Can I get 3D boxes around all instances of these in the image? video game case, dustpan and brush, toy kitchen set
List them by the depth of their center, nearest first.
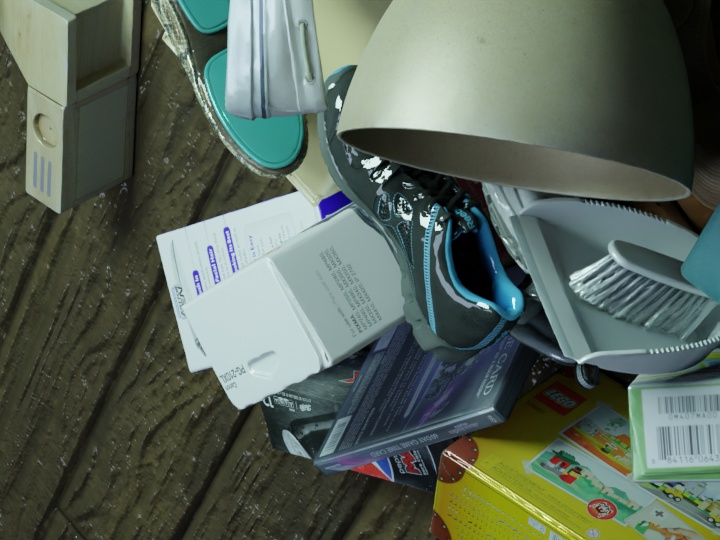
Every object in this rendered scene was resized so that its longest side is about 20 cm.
[{"bbox_3d":[0.198,0.011,1.418,0.057,0.199,0.140,-58,31,30],"label":"dustpan and brush"},{"bbox_3d":[0.058,0.063,1.669,0.019,0.143,0.200,42,145,-21],"label":"video game case"},{"bbox_3d":[-0.298,-0.159,1.881,0.200,0.163,0.181,32,133,30],"label":"toy kitchen set"}]

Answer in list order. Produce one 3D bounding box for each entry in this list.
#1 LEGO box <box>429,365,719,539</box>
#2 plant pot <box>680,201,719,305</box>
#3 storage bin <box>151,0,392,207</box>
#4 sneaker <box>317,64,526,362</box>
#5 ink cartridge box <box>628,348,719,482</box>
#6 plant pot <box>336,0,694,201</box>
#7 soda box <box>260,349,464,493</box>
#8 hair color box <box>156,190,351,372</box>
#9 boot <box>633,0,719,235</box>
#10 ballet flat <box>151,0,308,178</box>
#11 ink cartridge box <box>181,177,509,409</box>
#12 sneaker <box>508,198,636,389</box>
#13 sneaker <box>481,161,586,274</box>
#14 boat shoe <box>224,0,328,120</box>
[{"bbox_3d":[0.169,0.161,1.602,0.200,0.149,0.077,32,134,30],"label":"LEGO box"},{"bbox_3d":[0.302,-0.055,1.347,0.141,0.141,0.201,40,132,22],"label":"plant pot"},{"bbox_3d":[-0.027,-0.184,1.639,0.199,0.094,0.200,48,139,14],"label":"storage bin"},{"bbox_3d":[0.044,-0.044,1.528,0.201,0.073,0.082,62,149,0],"label":"sneaker"},{"bbox_3d":[0.225,0.080,1.457,0.103,0.200,0.060,-3,95,15],"label":"ink cartridge box"},{"bbox_3d":[0.095,-0.123,1.360,0.200,0.200,0.135,4,83,45],"label":"plant pot"},{"bbox_3d":[0.018,0.108,1.786,0.199,0.071,0.064,11,126,42],"label":"soda box"},{"bbox_3d":[-0.060,0.004,1.799,0.200,0.065,0.110,-14,90,48],"label":"hair color box"},{"bbox_3d":[0.188,-0.105,1.491,0.201,0.076,0.155,60,167,24],"label":"boot"},{"bbox_3d":[-0.094,-0.147,1.620,0.201,0.068,0.075,62,163,6],"label":"ballet flat"},{"bbox_3d":[0.000,0.000,1.625,0.085,0.200,0.145,59,149,-1],"label":"ink cartridge box"},{"bbox_3d":[0.128,-0.023,1.558,0.075,0.114,0.201,-27,92,50],"label":"sneaker"},{"bbox_3d":[0.115,-0.077,1.505,0.078,0.099,0.201,68,180,-66],"label":"sneaker"},{"bbox_3d":[-0.044,-0.188,1.418,0.066,0.074,0.201,2,108,1],"label":"boat shoe"}]
